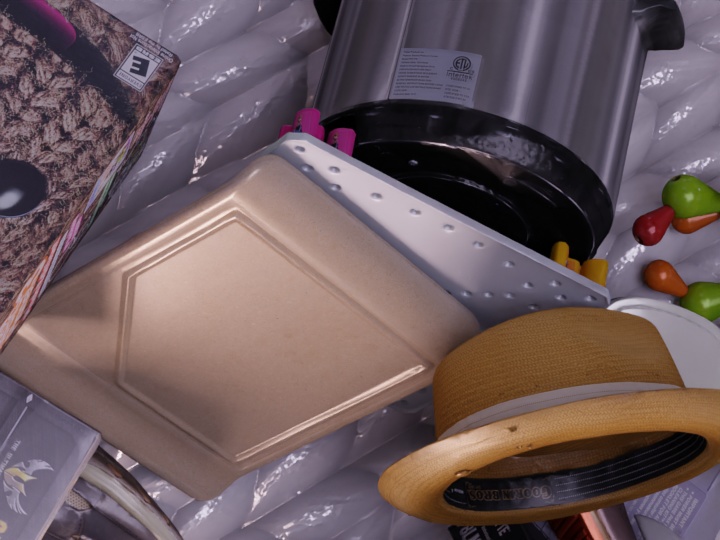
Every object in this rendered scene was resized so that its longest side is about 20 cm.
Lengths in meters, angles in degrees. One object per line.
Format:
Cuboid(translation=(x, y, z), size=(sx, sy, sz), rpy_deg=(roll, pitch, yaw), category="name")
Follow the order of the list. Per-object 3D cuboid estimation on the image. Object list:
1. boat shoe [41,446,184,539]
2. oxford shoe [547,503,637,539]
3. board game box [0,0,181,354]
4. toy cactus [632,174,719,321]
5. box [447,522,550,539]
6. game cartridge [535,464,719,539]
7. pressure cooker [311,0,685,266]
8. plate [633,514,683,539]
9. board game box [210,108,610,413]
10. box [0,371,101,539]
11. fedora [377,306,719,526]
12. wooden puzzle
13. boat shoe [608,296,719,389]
Cuboid(translation=(-0.176, 0.115, 1.214), size=(0.200, 0.074, 0.073), rpy_deg=(41, 87, -11), category="boat shoe")
Cuboid(translation=(0.132, 0.095, 1.302), size=(0.072, 0.071, 0.200), rpy_deg=(-18, 77, -13), category="oxford shoe")
Cuboid(translation=(-0.211, -0.055, 1.109), size=(0.159, 0.097, 0.200), rpy_deg=(31, 57, -1), category="board game box")
Cuboid(translation=(0.267, -0.013, 1.385), size=(0.200, 0.102, 0.165), rpy_deg=(38, 69, -12), category="toy cactus")
Cuboid(translation=(0.139, 0.233, 1.244), size=(0.050, 0.199, 0.200), rpy_deg=(-39, 107, 6), category="box")
Cuboid(translation=(0.144, 0.161, 1.366), size=(0.130, 0.038, 0.200), rpy_deg=(39, 78, -24), category="game cartridge")
Cuboid(translation=(0.070, -0.110, 1.230), size=(0.176, 0.179, 0.200), rpy_deg=(23, 63, -19), category="pressure cooker")
Cuboid(translation=(0.224, 0.259, 1.293), size=(0.032, 0.200, 0.200), rpy_deg=(-25, 122, 4), category="plate")
Cuboid(translation=(0.000, 0.000, 1.214), size=(0.200, 0.200, 0.026), rpy_deg=(26, 58, -22), category="board game box")
Cuboid(translation=(-0.246, 0.126, 1.126), size=(0.158, 0.048, 0.200), rpy_deg=(30, 80, -2), category="box")
Cuboid(translation=(0.103, 0.071, 1.178), size=(0.200, 0.201, 0.082), rpy_deg=(-2, 67, -23), category="fedora")
Cuboid(translation=(-0.066, 0.032, 1.194), size=(0.200, 0.037, 0.185), rpy_deg=(-31, 131, 25), category="wooden puzzle")
Cuboid(translation=(0.196, 0.072, 1.324), size=(0.200, 0.062, 0.073), rpy_deg=(30, 86, -29), category="boat shoe")
